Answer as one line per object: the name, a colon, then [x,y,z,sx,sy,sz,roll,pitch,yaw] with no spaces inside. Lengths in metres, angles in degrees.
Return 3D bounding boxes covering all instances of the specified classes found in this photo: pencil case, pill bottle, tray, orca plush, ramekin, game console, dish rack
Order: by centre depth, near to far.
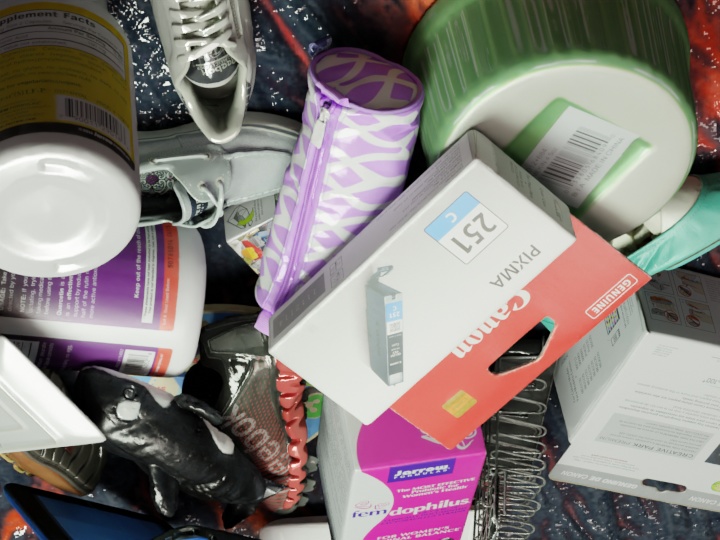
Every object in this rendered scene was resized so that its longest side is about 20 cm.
pill bottle: [-0.193,-0.102,1.399,0.111,0.200,0.112,-4,136,-4]
pencil case: [-0.016,-0.051,1.518,0.084,0.085,0.201,26,125,19]
ramekin: [0.130,-0.105,1.518,0.199,0.098,0.200,-4,136,-4]
tray: [-0.268,0.095,1.571,0.200,0.022,0.107,-10,130,49]
pill bottle: [-0.212,0.012,1.578,0.199,0.113,0.113,6,135,-14]
orca plush: [-0.136,0.143,1.602,0.105,0.071,0.200,1,150,26]
dish rack: [0.111,0.163,1.726,0.054,0.200,0.154,7,135,0]
game console: [-0.141,0.198,1.733,0.170,0.119,0.200,-28,152,27]

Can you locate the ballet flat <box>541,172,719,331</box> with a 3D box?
ballet flat: [0.198,-0.026,1.638,0.200,0.067,0.070,-35,116,22]

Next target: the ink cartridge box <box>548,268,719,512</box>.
ink cartridge box: [0.258,0.095,1.754,0.199,0.084,0.176,13,132,-21]

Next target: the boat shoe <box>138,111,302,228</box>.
boat shoe: [-0.122,-0.057,1.547,0.200,0.072,0.070,-5,135,-8]

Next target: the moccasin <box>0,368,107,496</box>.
moccasin: [-0.250,0.108,1.683,0.077,0.074,0.201,12,165,17]

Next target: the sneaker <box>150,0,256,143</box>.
sneaker: [-0.100,-0.174,1.427,0.076,0.081,0.200,-10,135,4]

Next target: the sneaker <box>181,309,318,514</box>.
sneaker: [-0.082,0.105,1.669,0.098,0.071,0.201,-8,133,-8]

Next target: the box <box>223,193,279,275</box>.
box: [0.000,0.000,1.653,0.110,0.035,0.200,-27,133,18]

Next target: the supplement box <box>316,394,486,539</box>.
supplement box: [0.027,0.137,1.709,0.101,0.104,0.200,-7,152,-8]

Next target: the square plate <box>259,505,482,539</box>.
square plate: [0.013,0.263,1.932,0.199,0.029,0.199,-3,137,-5]

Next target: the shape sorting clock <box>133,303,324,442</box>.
shape sorting clock: [-0.110,0.093,1.730,0.199,0.039,0.200,-4,136,-4]

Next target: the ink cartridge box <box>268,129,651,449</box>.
ink cartridge box: [0.068,0.029,1.508,0.176,0.045,0.200,37,114,-24]
